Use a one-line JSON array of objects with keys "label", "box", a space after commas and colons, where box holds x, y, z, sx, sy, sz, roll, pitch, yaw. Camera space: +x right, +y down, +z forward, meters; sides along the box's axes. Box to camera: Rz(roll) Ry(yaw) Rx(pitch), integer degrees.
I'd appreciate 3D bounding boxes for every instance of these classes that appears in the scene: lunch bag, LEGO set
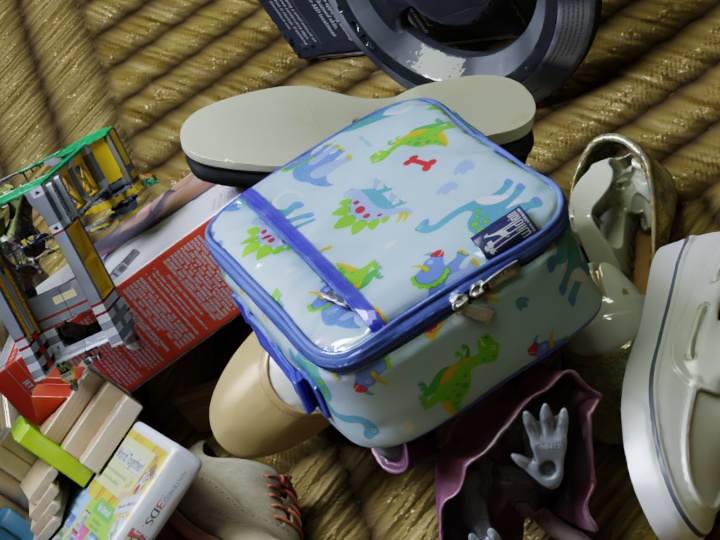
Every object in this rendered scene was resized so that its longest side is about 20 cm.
[{"label": "lunch bag", "box": [0.017, -0.002, 1.334, 0.160, 0.083, 0.200, -32, 32, -7]}, {"label": "LEGO set", "box": [-0.197, 0.015, 1.476, 0.199, 0.116, 0.154, -25, 11, 8]}]

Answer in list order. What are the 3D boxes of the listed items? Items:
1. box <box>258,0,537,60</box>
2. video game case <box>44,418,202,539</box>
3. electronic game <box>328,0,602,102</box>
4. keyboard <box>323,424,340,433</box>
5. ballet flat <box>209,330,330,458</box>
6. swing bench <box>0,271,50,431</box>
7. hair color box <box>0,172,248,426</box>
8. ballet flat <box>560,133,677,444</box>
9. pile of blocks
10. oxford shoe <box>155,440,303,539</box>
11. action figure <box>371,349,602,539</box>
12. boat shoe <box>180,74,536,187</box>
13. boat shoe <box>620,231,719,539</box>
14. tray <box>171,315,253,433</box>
[{"label": "box", "box": [0.045, -0.255, 1.726, 0.196, 0.124, 0.201, -2, 49, 36]}, {"label": "video game case", "box": [-0.164, 0.164, 1.440, 0.182, 0.023, 0.200, -56, 14, -6]}, {"label": "electronic game", "box": [0.056, -0.186, 1.582, 0.199, 0.201, 0.042, -3, 27, 38]}, {"label": "keyboard", "box": [0.000, 0.000, 1.496, 0.104, 0.040, 0.200, 7, 54, 43]}, {"label": "ballet flat", "box": [0.001, 0.027, 1.420, 0.200, 0.069, 0.063, -38, -2, -15]}, {"label": "swing bench", "box": [-0.287, 0.083, 1.637, 0.198, 0.130, 0.201, -22, 44, 20]}, {"label": "hair color box", "box": [-0.119, 0.007, 1.544, 0.200, 0.064, 0.111, -34, 18, 18]}, {"label": "ballet flat", "box": [0.135, 0.003, 1.416, 0.070, 0.071, 0.201, -16, 41, 26]}, {"label": "pile of blocks", "box": [-0.206, 0.126, 1.490, 0.200, 0.062, 0.082, -50, 15, 20]}, {"label": "oxford shoe", "box": [-0.060, 0.138, 1.431, 0.075, 0.071, 0.200, -47, 37, -16]}, {"label": "action figure", "box": [0.077, 0.085, 1.368, 0.134, 0.149, 0.200, -32, 17, 0]}, {"label": "boat shoe", "box": [-0.001, -0.065, 1.465, 0.200, 0.063, 0.074, -5, 44, -11]}, {"label": "boat shoe", "box": [0.181, 0.054, 1.324, 0.066, 0.072, 0.200, -20, 31, 29]}, {"label": "tray", "box": [-0.014, 0.022, 1.547, 0.199, 0.037, 0.099, -21, 40, 23]}]
